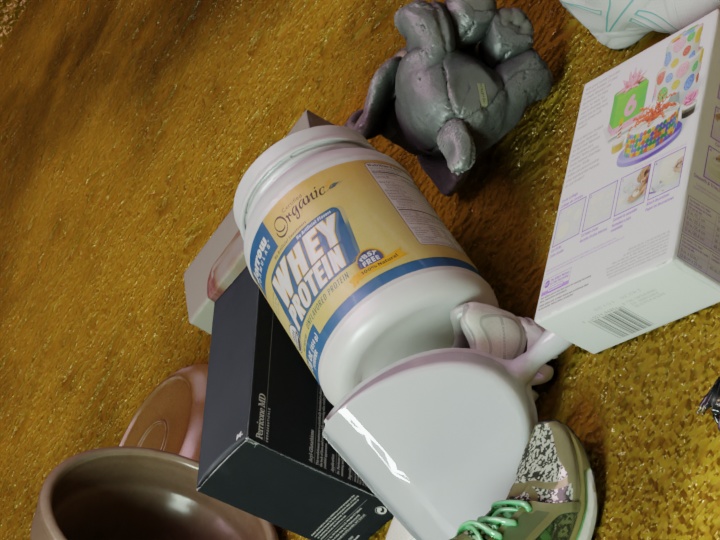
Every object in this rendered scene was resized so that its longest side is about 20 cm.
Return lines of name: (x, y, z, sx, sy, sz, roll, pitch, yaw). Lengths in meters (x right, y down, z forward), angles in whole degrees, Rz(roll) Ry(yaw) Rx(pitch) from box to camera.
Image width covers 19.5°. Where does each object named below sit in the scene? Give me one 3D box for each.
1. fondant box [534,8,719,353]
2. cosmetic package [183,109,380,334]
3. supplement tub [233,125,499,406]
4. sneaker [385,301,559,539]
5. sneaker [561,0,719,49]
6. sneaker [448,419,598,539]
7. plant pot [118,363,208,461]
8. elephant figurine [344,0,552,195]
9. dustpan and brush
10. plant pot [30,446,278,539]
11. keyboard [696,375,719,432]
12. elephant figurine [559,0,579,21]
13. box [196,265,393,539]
fondant box: (0.198, -0.058, 1.408, 0.144, 0.058, 0.200, -28, 42, 52)
cosmetic package: (-0.060, -0.026, 1.841, 0.200, 0.103, 0.087, -53, 24, 23)
supplement tub: (0.000, 0.000, 1.565, 0.145, 0.145, 0.200, -52, 49, 22)
sneaker: (0.060, 0.114, 1.476, 0.200, 0.081, 0.075, -64, 25, 0)
sneaker: (0.208, -0.210, 1.524, 0.200, 0.080, 0.070, -9, 55, 60)
sneaker: (0.089, 0.179, 1.333, 0.077, 0.089, 0.200, -24, 44, 55)
plant pot: (-0.192, 0.175, 1.987, 0.200, 0.027, 0.200, -46, 29, 34)
elephant figurine: (0.058, -0.132, 1.695, 0.155, 0.142, 0.200, -26, -7, -32)
dustpan and brush: (0.089, 0.089, 1.426, 0.200, 0.140, 0.057, -42, 0, -1)
plant pot: (-0.181, 0.270, 1.704, 0.200, 0.200, 0.175, -106, 30, -58)
keyboard: (0.260, 0.036, 1.228, 0.127, 0.021, 0.200, -4, 60, 56)
elephant figurine: (0.181, -0.327, 1.660, 0.141, 0.155, 0.200, 29, 61, 33)
box: (-0.044, 0.101, 1.623, 0.079, 0.141, 0.200, -44, 29, 35)
